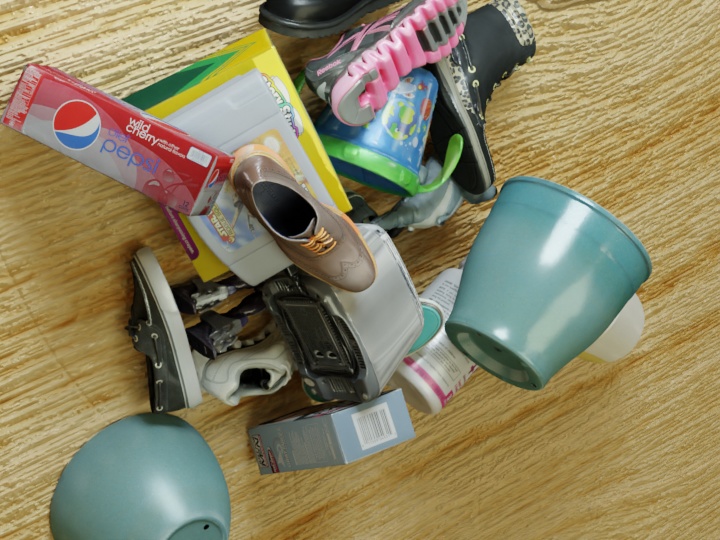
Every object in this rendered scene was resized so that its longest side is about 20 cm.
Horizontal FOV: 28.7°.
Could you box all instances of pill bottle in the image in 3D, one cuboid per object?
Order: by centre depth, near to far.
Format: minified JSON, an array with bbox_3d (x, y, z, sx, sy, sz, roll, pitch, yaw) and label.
[{"bbox_3d":[0.114,0.070,1.731,0.200,0.113,0.113,-47,135,-15],"label":"pill bottle"}]

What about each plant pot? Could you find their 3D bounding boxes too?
[{"bbox_3d":[-0.220,0.275,1.548,0.200,0.135,0.200,-20,124,-32],"label":"plant pot"},{"bbox_3d":[0.200,0.027,1.609,0.188,0.200,0.200,-56,137,-16],"label":"plant pot"}]

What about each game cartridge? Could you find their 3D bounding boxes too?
[{"bbox_3d":[-0.110,-0.083,1.375,0.133,0.042,0.200,-33,122,-3],"label":"game cartridge"}]

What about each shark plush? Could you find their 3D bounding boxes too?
[{"bbox_3d":[0.064,-0.093,1.626,0.200,0.091,0.083,-31,114,-31],"label":"shark plush"}]

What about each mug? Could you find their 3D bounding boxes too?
[{"bbox_3d":[0.291,0.056,1.889,0.153,0.186,0.150,32,58,-54],"label":"mug"}]

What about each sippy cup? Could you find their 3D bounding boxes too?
[{"bbox_3d":[0.019,-0.163,1.520,0.178,0.140,0.130,26,84,-54],"label":"sippy cup"}]

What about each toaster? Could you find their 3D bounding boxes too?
[{"bbox_3d":[-0.017,0.036,1.525,0.129,0.114,0.200,-47,122,-37],"label":"toaster"}]

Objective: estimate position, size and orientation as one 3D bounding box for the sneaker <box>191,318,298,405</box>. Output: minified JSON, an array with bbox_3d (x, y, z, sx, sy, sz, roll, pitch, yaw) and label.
[{"bbox_3d":[-0.096,0.101,1.598,0.200,0.081,0.075,-23,125,-31],"label":"sneaker"}]

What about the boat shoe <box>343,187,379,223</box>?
[{"bbox_3d":[0.000,0.000,1.634,0.073,0.062,0.200,-30,131,-29],"label":"boat shoe"}]

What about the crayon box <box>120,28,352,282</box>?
[{"bbox_3d":[-0.127,-0.113,1.409,0.172,0.058,0.200,-27,122,-2],"label":"crayon box"}]

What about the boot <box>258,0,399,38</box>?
[{"bbox_3d":[-0.022,-0.334,1.411,0.211,0.079,0.158,-34,139,-40],"label":"boot"}]

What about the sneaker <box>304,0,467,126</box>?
[{"bbox_3d":[0.023,-0.237,1.451,0.200,0.095,0.079,-40,139,-19],"label":"sneaker"}]

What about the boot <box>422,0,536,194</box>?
[{"bbox_3d":[0.146,-0.205,1.606,0.154,0.073,0.204,-29,104,-29],"label":"boot"}]

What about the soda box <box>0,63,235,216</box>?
[{"bbox_3d":[-0.220,-0.120,1.285,0.063,0.200,0.070,-64,173,8],"label":"soda box"}]

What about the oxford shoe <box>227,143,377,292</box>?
[{"bbox_3d":[-0.052,-0.034,1.356,0.071,0.073,0.200,-44,121,9],"label":"oxford shoe"}]

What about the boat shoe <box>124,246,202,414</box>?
[{"bbox_3d":[-0.216,0.070,1.485,0.057,0.069,0.200,-20,121,-13],"label":"boat shoe"}]

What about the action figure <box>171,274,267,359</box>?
[{"bbox_3d":[-0.108,0.020,1.550,0.200,0.069,0.130,-29,117,-31],"label":"action figure"}]

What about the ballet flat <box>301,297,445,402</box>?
[{"bbox_3d":[0.014,0.084,1.652,0.200,0.069,0.069,-35,139,20],"label":"ballet flat"}]

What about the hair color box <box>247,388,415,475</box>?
[{"bbox_3d":[-0.037,0.186,1.612,0.099,0.200,0.061,-16,88,-34],"label":"hair color box"}]
